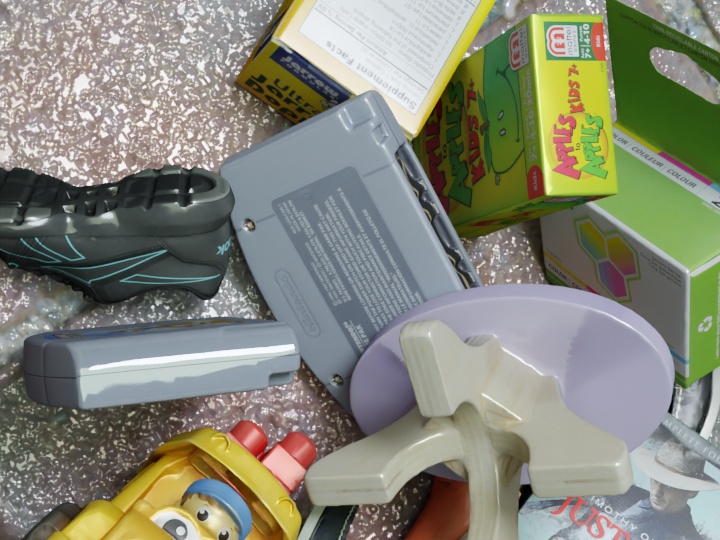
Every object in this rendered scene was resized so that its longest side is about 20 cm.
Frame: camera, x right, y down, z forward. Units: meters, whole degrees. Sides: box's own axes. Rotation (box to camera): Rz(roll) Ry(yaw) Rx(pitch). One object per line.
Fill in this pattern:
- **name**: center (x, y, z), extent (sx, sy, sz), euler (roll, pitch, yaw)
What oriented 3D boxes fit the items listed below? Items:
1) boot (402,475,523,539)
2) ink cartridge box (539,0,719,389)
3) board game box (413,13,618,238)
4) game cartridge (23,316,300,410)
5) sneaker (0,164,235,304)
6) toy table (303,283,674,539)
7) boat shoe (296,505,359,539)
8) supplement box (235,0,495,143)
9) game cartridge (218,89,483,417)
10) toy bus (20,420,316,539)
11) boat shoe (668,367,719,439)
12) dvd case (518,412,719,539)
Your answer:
- **boot**: center (0.069, 0.119, 0.844), extent (0.107, 0.075, 0.201), euler (37, 80, 9)
- **ink cartridge box**: center (0.182, -0.050, 0.802), extent (0.075, 0.148, 0.201), euler (-30, 134, -17)
- **board game box**: center (0.089, -0.082, 0.792), extent (0.047, 0.200, 0.103), euler (-3, 86, -18)
- **game cartridge**: center (-0.121, 0.049, 0.712), extent (0.132, 0.200, 0.042), euler (0, 89, -18)
- **sneaker**: center (-0.175, -0.015, 0.766), extent (0.197, 0.076, 0.080), euler (0, 121, -2)
- **toy table**: center (0.072, 0.089, 0.722), extent (0.185, 0.198, 0.117), euler (62, 29, -15)
- **boat shoe**: center (-0.028, 0.211, 0.731), extent (0.065, 0.075, 0.200), euler (22, 48, 5)
- **supplement box**: center (0.022, -0.185, 0.829), extent (0.108, 0.109, 0.201), euler (34, 75, -12)
- **game cartridge**: center (0.000, 0.000, 0.794), extent (0.201, 0.132, 0.041), euler (61, 27, -15)
- **toy bus**: center (-0.096, 0.154, 0.714), extent (0.136, 0.200, 0.192), euler (45, 68, 1)
- **boat shoe**: center (0.223, 0.059, 0.890), extent (0.060, 0.074, 0.202), euler (27, 76, -12)
- **dvd case**: center (0.164, 0.184, 0.794), extent (0.145, 0.022, 0.200), euler (36, 68, 19)
